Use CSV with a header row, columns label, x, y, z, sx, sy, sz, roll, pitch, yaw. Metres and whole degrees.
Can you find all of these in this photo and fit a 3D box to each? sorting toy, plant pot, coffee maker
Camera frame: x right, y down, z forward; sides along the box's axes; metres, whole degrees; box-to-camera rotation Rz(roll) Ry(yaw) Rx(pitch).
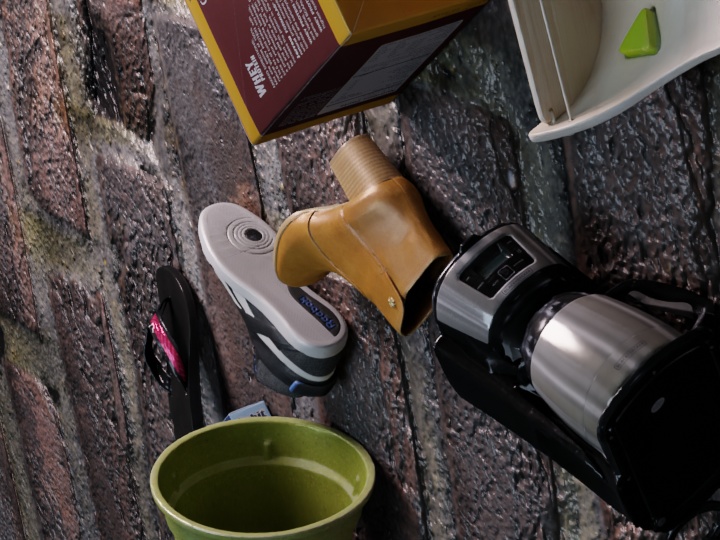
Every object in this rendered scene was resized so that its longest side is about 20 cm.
label,x,y,z,sx,sy,sz,roll,pitch,yaw
sorting toy,0.171,-0.196,1.218,0.180,0.107,0.201,-6,102,53
plant pot,-0.086,0.262,1.801,0.200,0.200,0.185,32,130,48
coffee maker,0.152,0.085,1.371,0.200,0.134,0.193,36,137,46

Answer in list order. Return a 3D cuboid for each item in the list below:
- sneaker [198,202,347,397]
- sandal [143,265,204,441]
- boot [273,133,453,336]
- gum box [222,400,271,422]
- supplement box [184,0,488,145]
label,x,y,z,sx,sy,sz,roll,pitch,yaw
sneaker,-0.093,0.039,1.816,0.200,0.073,0.112,50,143,30
sandal,-0.192,0.091,2.009,0.075,0.045,0.201,149,116,-64
boot,0.001,0.000,1.636,0.144,0.071,0.201,60,144,24
gum box,-0.096,0.253,1.981,0.200,0.044,0.170,63,150,14
supplement box,-0.033,-0.234,1.490,0.198,0.132,0.200,65,150,10
